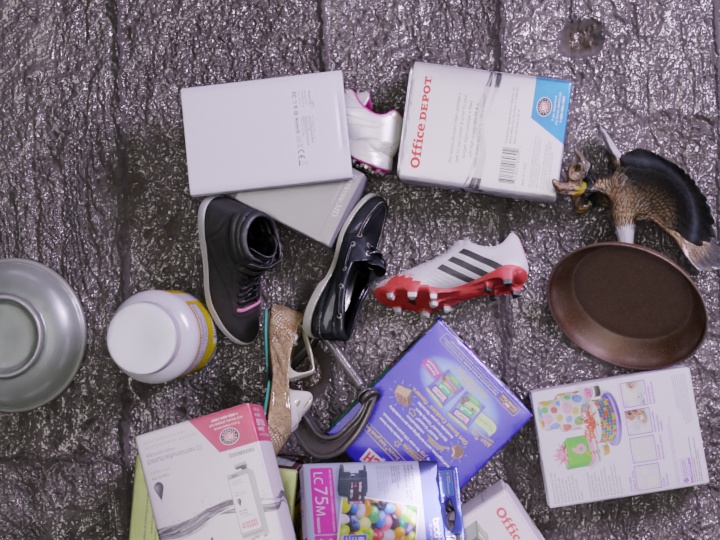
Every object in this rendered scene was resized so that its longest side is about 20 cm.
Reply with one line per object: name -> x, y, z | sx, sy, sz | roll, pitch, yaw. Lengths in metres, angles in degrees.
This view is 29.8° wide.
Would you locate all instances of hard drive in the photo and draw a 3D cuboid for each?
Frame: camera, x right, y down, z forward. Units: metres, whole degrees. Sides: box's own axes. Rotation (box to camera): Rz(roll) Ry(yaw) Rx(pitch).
hard drive -> -0.114, -0.167, 1.650 | 0.198, 0.025, 0.133 | -6, 85, 3

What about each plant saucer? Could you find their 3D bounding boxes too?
plant saucer -> 0.326, 0.036, 1.640 | 0.199, 0.201, 0.037 | 28, 49, 5
plant saucer -> -0.455, 0.084, 1.744 | 0.198, 0.050, 0.202 | 0, 89, 4

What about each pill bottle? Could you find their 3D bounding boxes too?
pill bottle -> -0.243, 0.080, 1.651 | 0.112, 0.200, 0.114 | 0, 89, 4

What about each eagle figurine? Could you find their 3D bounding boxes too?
eagle figurine -> 0.346, -0.079, 1.636 | 0.198, 0.152, 0.152 | 9, 121, 24

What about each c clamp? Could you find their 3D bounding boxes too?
c clamp -> -0.040, 0.128, 1.678 | 0.170, 0.027, 0.201 | -39, 55, 10

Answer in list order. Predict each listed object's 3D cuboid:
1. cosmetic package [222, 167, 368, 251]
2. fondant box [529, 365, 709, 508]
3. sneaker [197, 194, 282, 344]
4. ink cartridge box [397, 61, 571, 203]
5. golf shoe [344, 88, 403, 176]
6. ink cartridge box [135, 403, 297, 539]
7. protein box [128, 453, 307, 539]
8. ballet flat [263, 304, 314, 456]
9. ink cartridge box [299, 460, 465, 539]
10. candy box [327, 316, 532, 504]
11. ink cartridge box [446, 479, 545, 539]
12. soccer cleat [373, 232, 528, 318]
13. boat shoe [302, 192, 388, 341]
cosmetic package -> -0.099, -0.114, 1.700 | 0.199, 0.090, 0.108 | 25, 89, 8
fondant box -> 0.319, 0.205, 1.676 | 0.198, 0.058, 0.146 | -10, 89, 4
sneaker -> -0.140, 0.008, 1.670 | 0.099, 0.070, 0.202 | 13, 120, 43
ink cartridge box -> 0.154, -0.170, 1.679 | 0.198, 0.086, 0.148 | 8, 90, 6
golf shoe -> -0.036, -0.195, 1.697 | 0.199, 0.075, 0.092 | 27, 93, 8
ink cartridge box -> -0.161, 0.270, 1.556 | 0.145, 0.083, 0.202 | -17, 79, 3
protein box -> -0.175, 0.327, 1.674 | 0.198, 0.135, 0.201 | 5, 89, 4
ballet flat -> -0.089, 0.136, 1.656 | 0.065, 0.071, 0.202 | 2, 69, -3
ink cartridge box -> 0.030, 0.286, 1.591 | 0.198, 0.042, 0.120 | 1, 66, -14
candy box -> 0.086, 0.188, 1.685 | 0.200, 0.077, 0.169 | -45, 87, 2
ink cartridge box -> 0.136, 0.377, 1.675 | 0.199, 0.084, 0.146 | -34, 87, 3
soccer cleat -> 0.113, 0.003, 1.695 | 0.198, 0.069, 0.086 | -11, 56, 18
boat shoe -> -0.001, -0.001, 1.674 | 0.066, 0.075, 0.200 | 17, 68, 31
